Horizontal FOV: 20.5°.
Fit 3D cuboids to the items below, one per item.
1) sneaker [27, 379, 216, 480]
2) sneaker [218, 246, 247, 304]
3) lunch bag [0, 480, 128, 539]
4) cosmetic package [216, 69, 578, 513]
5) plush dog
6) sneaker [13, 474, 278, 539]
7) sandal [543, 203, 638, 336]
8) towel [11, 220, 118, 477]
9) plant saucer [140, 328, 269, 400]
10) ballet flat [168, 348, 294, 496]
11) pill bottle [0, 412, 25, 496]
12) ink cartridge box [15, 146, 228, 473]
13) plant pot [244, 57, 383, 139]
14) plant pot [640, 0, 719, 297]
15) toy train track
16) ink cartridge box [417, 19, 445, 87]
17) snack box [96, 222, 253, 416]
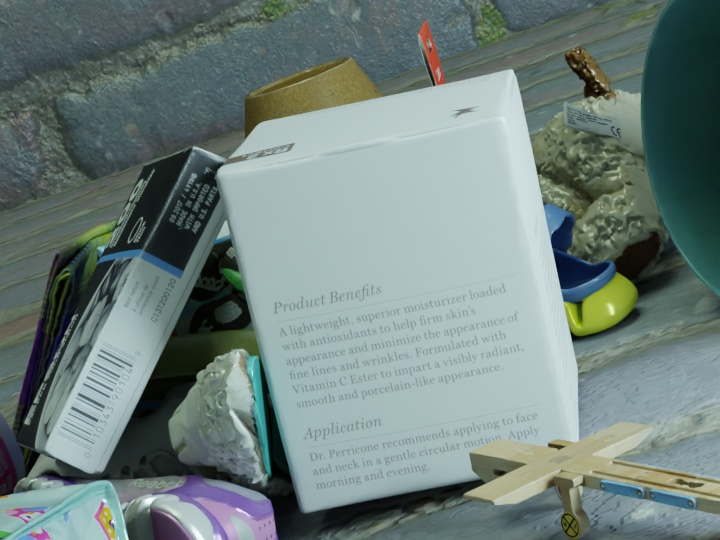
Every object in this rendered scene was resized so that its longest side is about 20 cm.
[{"bbox_3d":[-0.140,0.129,1.303,0.199,0.075,0.087,-15,28,40],"label":"sneaker"},{"bbox_3d":[0.000,0.000,1.346,0.198,0.086,0.078,4,-5,15],"label":"sneaker"},{"bbox_3d":[-0.212,0.189,0.962,0.169,0.123,0.200,-16,6,18],"label":"lunch bag"},{"bbox_3d":[0.029,0.007,1.149,0.163,0.202,0.165,-11,12,9],"label":"cosmetic package"},{"bbox_3d":[0.154,-0.056,1.475,0.172,0.161,0.200,-41,-5,40],"label":"plush dog"},{"bbox_3d":[-0.120,0.149,1.125,0.088,0.081,0.199,-21,14,-41],"label":"sneaker"},{"bbox_3d":[0.091,0.009,1.374,0.198,0.088,0.079,-16,13,29],"label":"sandal"},{"bbox_3d":[-0.208,0.071,1.401,0.023,0.202,0.144,17,14,6],"label":"towel"},{"bbox_3d":[-0.088,0.064,1.361,0.198,0.031,0.200,-4,-8,0],"label":"plant saucer"},{"bbox_3d":[-0.075,0.098,1.144,0.071,0.072,0.200,-20,-19,-1],"label":"ballet flat"},{"bbox_3d":[-0.319,0.158,1.267,0.113,0.114,0.200,-7,29,49],"label":"pill bottle"},{"bbox_3d":[-0.149,0.026,1.229,0.200,0.043,0.200,-65,13,-10],"label":"ink cartridge box"},{"bbox_3d":[-0.017,-0.061,1.605,0.185,0.202,0.186,-20,10,4],"label":"plant pot"},{"bbox_3d":[0.293,-0.089,1.232,0.159,0.203,0.200,-10,7,-22],"label":"plant pot"},{"bbox_3d":[0.128,0.112,0.968,0.114,0.033,0.199,-19,14,-35],"label":"toy train track"},{"bbox_3d":[0.102,-0.109,1.611,0.050,0.202,0.109,-18,11,9],"label":"ink cartridge box"},{"bbox_3d":[-0.130,0.036,1.435,0.115,0.037,0.201,-24,-32,-22],"label":"snack box"}]
